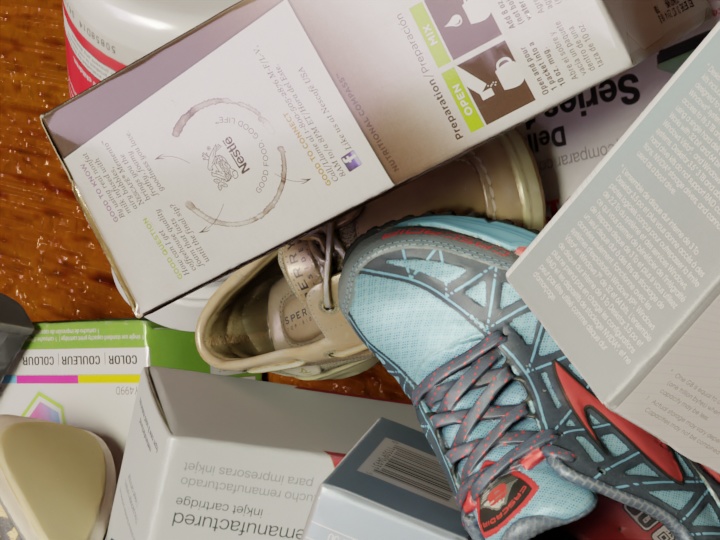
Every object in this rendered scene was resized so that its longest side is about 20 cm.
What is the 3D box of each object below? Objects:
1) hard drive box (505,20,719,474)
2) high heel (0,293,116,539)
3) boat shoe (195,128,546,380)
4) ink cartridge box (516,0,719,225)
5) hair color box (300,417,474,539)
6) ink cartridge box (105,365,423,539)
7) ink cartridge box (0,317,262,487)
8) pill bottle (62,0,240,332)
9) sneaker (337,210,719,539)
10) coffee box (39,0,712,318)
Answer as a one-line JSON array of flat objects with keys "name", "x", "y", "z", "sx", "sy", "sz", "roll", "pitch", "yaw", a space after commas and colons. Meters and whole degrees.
[{"name": "hard drive box", "x": 0.172, "y": -0.023, "z": 0.699, "sx": 0.200, "sy": 0.156, "sz": 0.077, "roll": -49, "pitch": 39, "yaw": 13}, {"name": "high heel", "x": -0.175, "y": 0.121, "z": 1.018, "sx": 0.143, "sy": 0.071, "sz": 0.200, "roll": -58, "pitch": 34, "yaw": 23}, {"name": "boat shoe", "x": 0.000, "y": 0.000, "z": 0.883, "sx": 0.200, "sy": 0.065, "sz": 0.072, "roll": -31, "pitch": 69, "yaw": 54}, {"name": "ink cartridge box", "x": 0.123, "y": -0.107, "z": 0.831, "sx": 0.145, "sy": 0.084, "sz": 0.201, "roll": -12, "pitch": 86, "yaw": 43}, {"name": "hair color box", "x": -0.008, "y": 0.167, "z": 0.851, "sx": 0.061, "sy": 0.099, "sz": 0.200, "roll": 21, "pitch": 105, "yaw": 9}, {"name": "ink cartridge box", "x": -0.037, "y": 0.155, "z": 0.947, "sx": 0.083, "sy": 0.145, "sz": 0.201, "roll": -124, "pitch": 45, "yaw": -67}, {"name": "ink cartridge box", "x": -0.118, "y": 0.123, "z": 1.079, "sx": 0.148, "sy": 0.076, "sz": 0.201, "roll": -3, "pitch": 89, "yaw": 44}, {"name": "pill bottle", "x": -0.068, "y": -0.068, "z": 0.956, "sx": 0.112, "sy": 0.112, "sz": 0.200, "roll": 48, "pitch": 151, "yaw": 31}, {"name": "sneaker", "x": 0.066, "y": 0.059, "z": 0.782, "sx": 0.200, "sy": 0.096, "sz": 0.079, "roll": 41, "pitch": 124, "yaw": 8}, {"name": "coffee box", "x": 0.006, "y": -0.069, "z": 0.768, "sx": 0.200, "sy": 0.114, "sz": 0.080, "roll": -26, "pitch": 92, "yaw": 25}]
